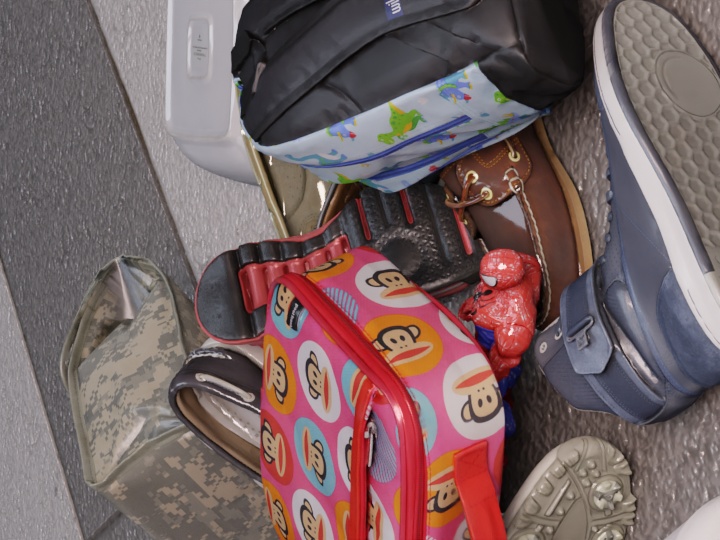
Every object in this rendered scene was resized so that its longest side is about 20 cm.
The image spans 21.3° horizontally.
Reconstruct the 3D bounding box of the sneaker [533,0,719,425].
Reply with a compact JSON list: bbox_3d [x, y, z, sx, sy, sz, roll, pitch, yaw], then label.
[{"bbox_3d":[0.133,-0.022,0.969,0.146,0.076,0.204,-46,52,52],"label":"sneaker"}]

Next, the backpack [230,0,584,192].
[{"bbox_3d":[0.020,-0.123,1.016,0.198,0.153,0.165,-21,63,24],"label":"backpack"}]

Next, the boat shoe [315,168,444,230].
[{"bbox_3d":[0.022,-0.082,1.192,0.072,0.067,0.201,58,138,47],"label":"boat shoe"}]

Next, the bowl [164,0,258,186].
[{"bbox_3d":[-0.085,-0.160,1.386,0.200,0.074,0.202,14,103,63],"label":"bowl"}]

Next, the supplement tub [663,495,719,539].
[{"bbox_3d":[0.156,0.199,0.868,0.200,0.139,0.142,-53,46,50],"label":"supplement tub"}]

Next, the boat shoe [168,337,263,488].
[{"bbox_3d":[-0.034,0.119,1.203,0.200,0.060,0.074,41,127,2],"label":"boat shoe"}]

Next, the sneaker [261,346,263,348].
[{"bbox_3d":[-0.032,0.075,1.295,0.200,0.076,0.086,-135,45,-53],"label":"sneaker"}]

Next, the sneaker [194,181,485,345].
[{"bbox_3d":[0.000,0.000,1.178,0.198,0.087,0.075,-15,72,16],"label":"sneaker"}]

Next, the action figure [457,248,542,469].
[{"bbox_3d":[0.070,0.044,1.040,0.201,0.051,0.066,97,-173,-60],"label":"action figure"}]

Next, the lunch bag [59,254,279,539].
[{"bbox_3d":[-0.125,0.102,1.361,0.117,0.164,0.201,-33,41,10],"label":"lunch bag"}]

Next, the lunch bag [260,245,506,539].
[{"bbox_3d":[0.018,0.107,1.012,0.176,0.081,0.202,44,143,44],"label":"lunch bag"}]

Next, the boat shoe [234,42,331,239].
[{"bbox_3d":[-0.041,-0.076,1.275,0.063,0.072,0.203,-140,41,-88],"label":"boat shoe"}]

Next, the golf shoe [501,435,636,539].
[{"bbox_3d":[0.088,0.157,1.072,0.098,0.077,0.201,-117,37,-49],"label":"golf shoe"}]

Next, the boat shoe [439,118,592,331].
[{"bbox_3d":[0.074,-0.057,1.089,0.070,0.070,0.202,-48,51,51],"label":"boat shoe"}]
